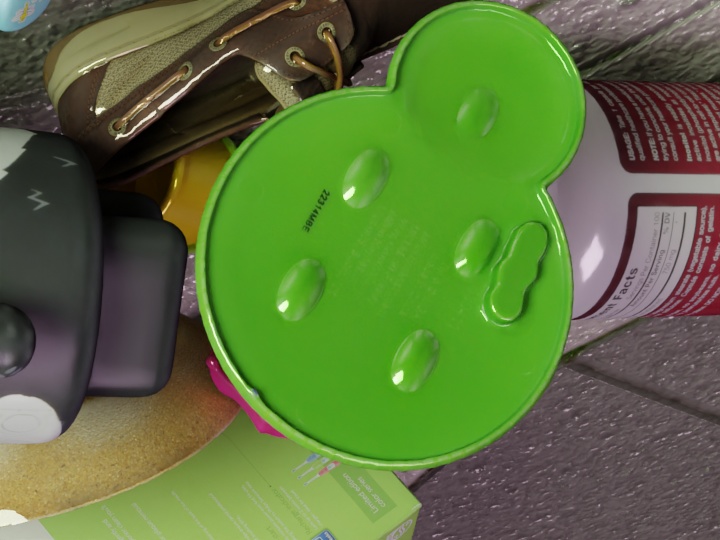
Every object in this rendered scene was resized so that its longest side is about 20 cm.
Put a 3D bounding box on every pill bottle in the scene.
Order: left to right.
[{"bbox_3d":[0.124,-0.034,1.006,0.200,0.113,0.113,-1,146,-27],"label":"pill bottle"}]

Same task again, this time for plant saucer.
[{"bbox_3d":[-0.151,0.054,0.971,0.200,0.200,0.036,-14,112,-7],"label":"plant saucer"}]

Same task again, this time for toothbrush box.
[{"bbox_3d":[-0.093,0.137,1.070,0.200,0.146,0.086,-33,157,-26],"label":"toothbrush box"}]

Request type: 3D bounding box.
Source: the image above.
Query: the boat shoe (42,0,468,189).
[{"bbox_3d":[-0.030,-0.086,0.875,0.200,0.072,0.072,-19,150,1],"label":"boat shoe"}]

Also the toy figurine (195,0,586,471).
[{"bbox_3d":[0.000,0.000,0.903,0.150,0.200,0.184,31,161,-6],"label":"toy figurine"}]

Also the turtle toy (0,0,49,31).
[{"bbox_3d":[-0.171,-0.110,0.710,0.145,0.101,0.200,13,162,-30],"label":"turtle toy"}]

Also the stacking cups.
[{"bbox_3d":[-0.034,-0.026,0.990,0.060,0.061,0.200,-37,147,30],"label":"stacking cups"}]

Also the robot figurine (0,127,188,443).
[{"bbox_3d":[-0.170,0.002,0.813,0.199,0.125,0.150,4,157,-20],"label":"robot figurine"}]
